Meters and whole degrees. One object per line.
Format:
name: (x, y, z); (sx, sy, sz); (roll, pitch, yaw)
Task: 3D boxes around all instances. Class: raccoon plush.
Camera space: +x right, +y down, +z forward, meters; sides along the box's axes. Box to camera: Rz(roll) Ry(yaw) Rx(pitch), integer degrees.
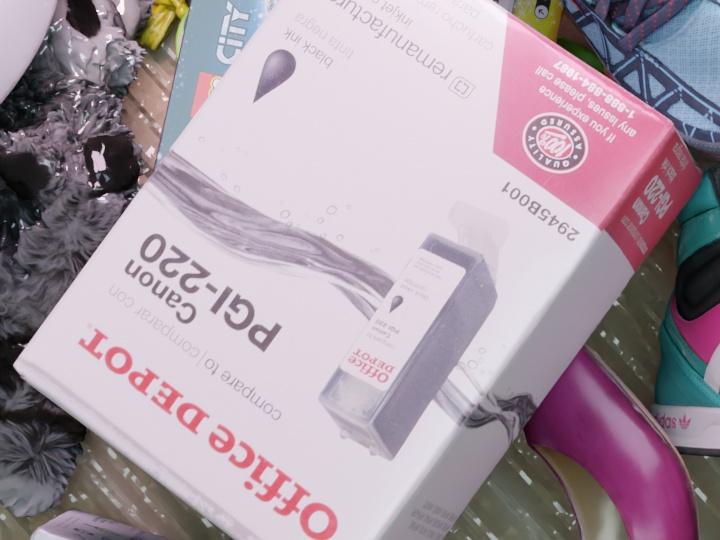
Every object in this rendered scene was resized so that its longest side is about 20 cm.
raccoon plush: (-0.134, -0.023, 1.027); (0.097, 0.134, 0.200); (14, 124, -5)

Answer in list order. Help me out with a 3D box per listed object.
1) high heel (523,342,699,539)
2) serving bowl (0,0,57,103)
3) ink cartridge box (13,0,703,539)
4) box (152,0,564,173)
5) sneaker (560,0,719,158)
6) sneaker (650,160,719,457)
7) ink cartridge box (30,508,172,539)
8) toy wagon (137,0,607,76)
high heel: (0.082, 0.111, 0.956); (0.096, 0.067, 0.200); (-34, 90, -10)
serving bowl: (-0.212, -0.105, 0.964); (0.200, 0.066, 0.200); (-12, 49, 14)
ink cartridge box: (0.000, 0.000, 0.915); (0.146, 0.085, 0.200); (36, 91, 16)
box: (-0.004, -0.051, 0.991); (0.136, 0.038, 0.200); (13, 88, 2)
sneaker: (0.075, -0.113, 0.907); (0.079, 0.095, 0.200); (-50, 64, 28)
sneaker: (0.170, 0.006, 0.921); (0.084, 0.200, 0.121); (4, 86, -28)
ink cartridge box: (-0.026, 0.137, 0.994); (0.200, 0.099, 0.039); (15, 89, 3)
toy wagon: (0.000, -0.051, 1.029); (0.200, 0.040, 0.155); (34, 89, 2)
